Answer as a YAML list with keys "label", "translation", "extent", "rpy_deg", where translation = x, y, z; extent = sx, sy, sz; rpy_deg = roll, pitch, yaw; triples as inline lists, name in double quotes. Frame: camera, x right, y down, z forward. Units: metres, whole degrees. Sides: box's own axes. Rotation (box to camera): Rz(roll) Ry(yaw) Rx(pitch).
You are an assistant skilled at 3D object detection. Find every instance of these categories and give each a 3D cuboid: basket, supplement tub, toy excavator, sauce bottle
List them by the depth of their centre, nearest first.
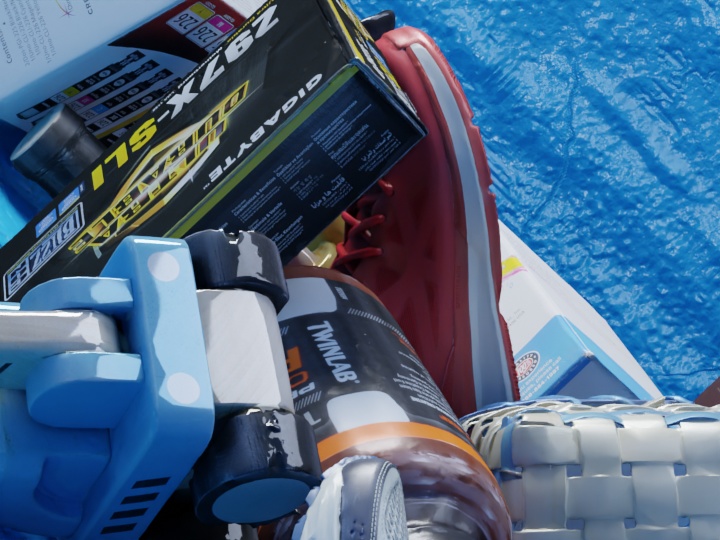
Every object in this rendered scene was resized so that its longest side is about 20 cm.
- label: "toy excavator"
  translation: [-0.112, 0.035, 1.003]
  extent: [0.199, 0.195, 0.100]
  rpy_deg: [1, 60, -24]
- label: "supplement tub"
  translation: [-0.005, 0.086, 1.140]
  extent: [0.107, 0.107, 0.200]
  rpy_deg: [41, 8, -33]
- label: "basket"
  translation: [0.101, 0.122, 1.227]
  extent: [0.200, 0.175, 0.140]
  rpy_deg: [123, -33, -80]
- label: "sauce bottle"
  translation: [-0.093, -0.002, 1.466]
  extent: [0.200, 0.065, 0.065]
  rpy_deg: [43, 8, -13]

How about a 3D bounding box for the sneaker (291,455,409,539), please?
- label: "sneaker"
  translation: [0.029, 0.155, 0.980]
  extent: [0.077, 0.085, 0.201]
  rpy_deg: [56, 23, -64]

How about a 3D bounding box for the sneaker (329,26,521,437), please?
- label: "sneaker"
  translation: [0.000, 0.000, 1.268]
  extent: [0.078, 0.115, 0.201]
  rpy_deg: [169, -91, -79]

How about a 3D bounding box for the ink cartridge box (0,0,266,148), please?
- label: "ink cartridge box"
  translation: [-0.127, -0.111, 1.528]
  extent: [0.200, 0.175, 0.084]
  rpy_deg: [28, 37, -64]

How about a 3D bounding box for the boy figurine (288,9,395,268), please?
- label: "boy figurine"
  translation: [0.010, -0.012, 1.341]
  extent: [0.124, 0.064, 0.201]
  rpy_deg: [-20, 89, -37]

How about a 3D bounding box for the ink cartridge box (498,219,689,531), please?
- label: "ink cartridge box"
  translation: [0.075, 0.071, 1.496]
  extent: [0.125, 0.129, 0.200]
  rpy_deg: [41, 10, -31]

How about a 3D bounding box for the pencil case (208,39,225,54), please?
- label: "pencil case"
  translation: [-0.050, -0.020, 1.404]
  extent: [0.090, 0.083, 0.201]
  rpy_deg: [14, 51, -5]

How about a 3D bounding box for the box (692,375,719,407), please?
- label: "box"
  translation: [0.226, 0.194, 1.670]
  extent: [0.164, 0.200, 0.166]
  rpy_deg: [42, 8, -26]

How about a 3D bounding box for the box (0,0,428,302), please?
- label: "box"
  translation: [-0.070, -0.028, 1.212]
  extent: [0.049, 0.200, 0.160]
  rpy_deg: [45, 8, -18]
